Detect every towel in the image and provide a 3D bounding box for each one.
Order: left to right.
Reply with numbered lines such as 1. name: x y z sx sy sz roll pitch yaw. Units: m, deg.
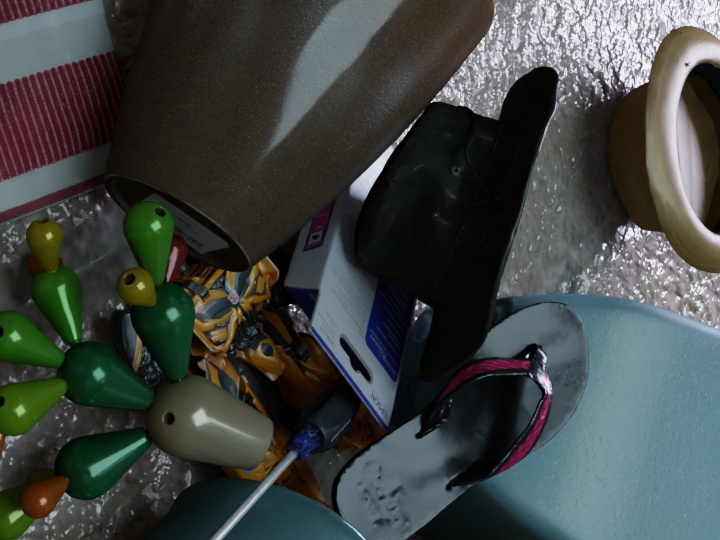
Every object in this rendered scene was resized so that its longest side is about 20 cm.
1. towel: -0.196 -0.129 0.752 0.144 0.023 0.200 -27 109 -42

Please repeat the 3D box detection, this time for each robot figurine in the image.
1. robot figurine: -0.063 0.059 0.855 0.145 0.058 0.200 -53 124 -33

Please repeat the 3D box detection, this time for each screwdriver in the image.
1. screwdriver: -0.041 0.105 0.766 0.028 0.029 0.200 51 23 -1

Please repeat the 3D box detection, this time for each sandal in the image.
1. sandal: 0.070 0.090 0.826 0.200 0.045 0.075 -38 90 -25

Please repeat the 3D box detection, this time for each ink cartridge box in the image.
1. ink cartridge box: 0.000 0.000 0.881 0.095 0.037 0.200 55 30 -33

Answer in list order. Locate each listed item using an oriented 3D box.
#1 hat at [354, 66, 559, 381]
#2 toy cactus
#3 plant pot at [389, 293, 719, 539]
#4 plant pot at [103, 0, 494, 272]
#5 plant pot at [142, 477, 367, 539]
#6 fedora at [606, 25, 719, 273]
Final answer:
1. hat: 0.044 -0.038 0.838 0.081 0.201 0.201 20 74 -9
2. toy cactus: -0.129 0.066 0.756 0.165 0.102 0.200 26 86 -22
3. plant pot: 0.127 0.113 0.959 0.200 0.196 0.196 26 72 -25
4. plant pot: -0.052 -0.106 0.794 0.187 0.187 0.200 42 69 -36
5. plant pot: -0.077 0.224 0.764 0.200 0.200 0.188 52 43 -31
6. fedora: 0.259 -0.096 1.151 0.200 0.082 0.201 7 80 -44
